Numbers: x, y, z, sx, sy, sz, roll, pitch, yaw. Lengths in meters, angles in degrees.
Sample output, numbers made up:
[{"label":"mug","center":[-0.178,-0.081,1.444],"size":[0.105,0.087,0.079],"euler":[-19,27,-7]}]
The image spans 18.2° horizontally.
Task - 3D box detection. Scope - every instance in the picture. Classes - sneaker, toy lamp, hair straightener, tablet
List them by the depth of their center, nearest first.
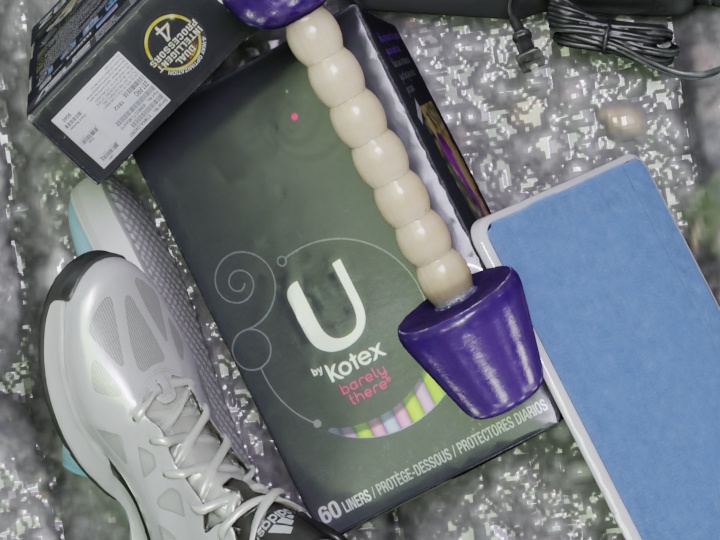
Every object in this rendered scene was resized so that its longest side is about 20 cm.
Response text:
[{"label":"toy lamp","center":[0.013,-0.033,0.904],"size":[0.058,0.058,0.201],"euler":[-28,100,10]},{"label":"sneaker","center":[-0.057,0.083,0.950],"size":[0.115,0.076,0.202],"euler":[-2,113,44]},{"label":"tablet","center":[0.129,0.053,0.979],"size":[0.014,0.130,0.201],"euler":[-31,85,44]},{"label":"hair straightener","center":[0.089,-0.112,1.011],"size":[0.198,0.041,0.077],"euler":[13,61,3]},{"label":"sneaker","center":[-0.110,0.057,1.045],"size":[0.081,0.074,0.201],"euler":[-21,87,6]}]

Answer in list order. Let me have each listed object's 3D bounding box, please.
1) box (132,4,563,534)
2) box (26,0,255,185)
[{"label":"box","center":[0.000,0.000,1.005],"size":[0.122,0.106,0.201],"euler":[-28,86,10]},{"label":"box","center":[-0.064,-0.143,0.985],"size":[0.200,0.161,0.049],"euler":[-45,111,8]}]
